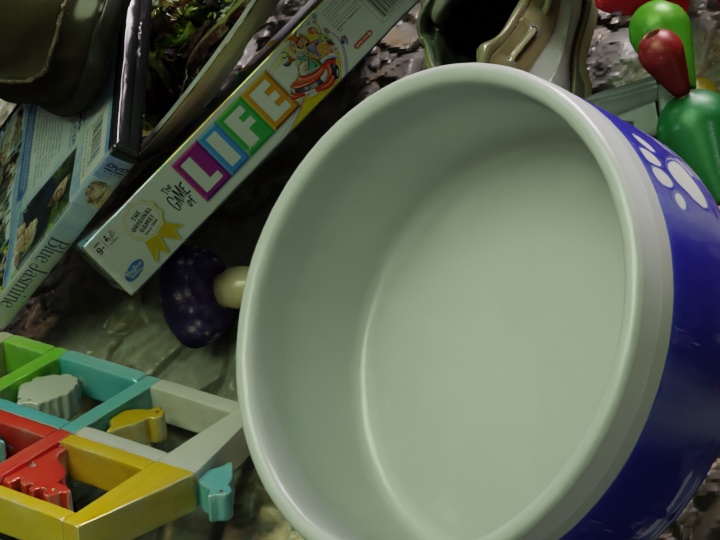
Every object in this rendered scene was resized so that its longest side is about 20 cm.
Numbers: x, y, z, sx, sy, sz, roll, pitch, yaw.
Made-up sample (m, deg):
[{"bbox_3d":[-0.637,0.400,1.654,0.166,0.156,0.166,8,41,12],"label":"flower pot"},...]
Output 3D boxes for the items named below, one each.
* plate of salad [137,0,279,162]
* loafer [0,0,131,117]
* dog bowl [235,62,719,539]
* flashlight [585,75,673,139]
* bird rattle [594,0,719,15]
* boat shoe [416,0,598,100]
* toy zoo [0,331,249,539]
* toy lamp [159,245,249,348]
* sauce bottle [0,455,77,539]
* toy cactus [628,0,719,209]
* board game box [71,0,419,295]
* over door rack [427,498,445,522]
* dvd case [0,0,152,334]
[{"bbox_3d":[-0.088,-0.129,1.289,0.200,0.048,0.200,-50,15,18],"label":"plate of salad"},{"bbox_3d":[-0.173,-0.120,1.252,0.200,0.071,0.073,-5,66,64],"label":"loafer"},{"bbox_3d":[0.049,0.026,0.981,0.199,0.079,0.201,-14,68,39],"label":"dog bowl"},{"bbox_3d":[0.197,-0.081,1.104,0.199,0.068,0.068,-14,50,23],"label":"flashlight"},{"bbox_3d":[0.140,-0.184,1.135,0.112,0.200,0.164,-18,88,27],"label":"bird rattle"},{"bbox_3d":[0.068,-0.121,1.197,0.075,0.068,0.200,-33,30,18],"label":"boat shoe"},{"bbox_3d":[-0.139,0.082,1.173,0.199,0.021,0.131,15,30,34],"label":"toy zoo"},{"bbox_3d":[0.000,0.000,1.180,0.199,0.058,0.058,-11,51,28],"label":"toy lamp"},{"bbox_3d":[-0.180,0.119,1.201,0.200,0.065,0.065,23,71,42],"label":"sauce bottle"},{"bbox_3d":[0.178,-0.031,1.010,0.200,0.102,0.165,41,67,2],"label":"toy cactus"},{"bbox_3d":[-0.060,-0.072,1.240,0.200,0.034,0.134,-46,7,-6],"label":"board game box"},{"bbox_3d":[0.099,0.065,1.055,0.147,0.067,0.201,-26,46,13],"label":"over door rack"},{"bbox_3d":[-0.161,-0.053,1.284,0.200,0.017,0.143,-47,31,40],"label":"dvd case"}]
